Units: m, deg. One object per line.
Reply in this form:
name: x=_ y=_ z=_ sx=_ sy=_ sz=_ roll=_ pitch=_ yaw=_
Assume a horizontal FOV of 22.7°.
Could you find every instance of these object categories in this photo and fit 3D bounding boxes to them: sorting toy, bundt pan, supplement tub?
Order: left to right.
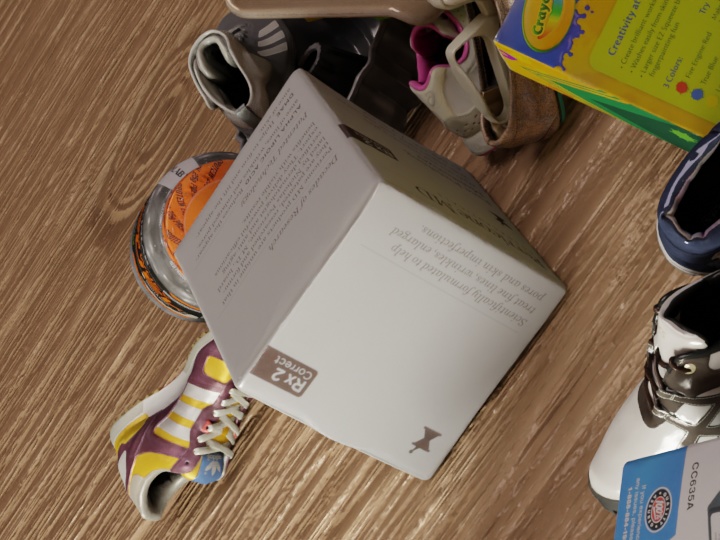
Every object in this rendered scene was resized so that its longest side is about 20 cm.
supplement tub: x=-0.114 y=-0.025 z=1.398 sx=0.200 sy=0.122 sz=0.123 roll=153 pitch=140 yaw=-78
bundt pan: x=-0.013 y=-0.152 z=1.443 sx=0.202 sy=0.075 sz=0.203 roll=-40 pitch=35 yaw=36
sorting toy: x=0.023 y=-0.234 z=1.344 sx=0.199 sy=0.037 sz=0.185 roll=12 pitch=45 yaw=42

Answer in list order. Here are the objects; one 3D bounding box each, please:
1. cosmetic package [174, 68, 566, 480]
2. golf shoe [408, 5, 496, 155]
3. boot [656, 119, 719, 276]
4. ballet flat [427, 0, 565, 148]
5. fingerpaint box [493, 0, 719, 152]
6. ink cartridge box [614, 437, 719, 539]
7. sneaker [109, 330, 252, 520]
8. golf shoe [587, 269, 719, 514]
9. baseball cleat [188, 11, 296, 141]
cosmetic package: x=0.000 y=0.000 z=1.203 sx=0.165 sy=0.164 sz=0.200 roll=-55 pitch=30 yaw=13
golf shoe: x=0.083 y=-0.181 z=1.298 sx=0.075 sy=0.091 sz=0.201 roll=-35 pitch=37 yaw=41
boot: x=0.232 y=-0.078 z=0.927 sx=0.200 sy=0.073 sz=0.090 roll=-50 pitch=-13 yaw=2
ballet flat: x=0.083 y=-0.170 z=1.187 sx=0.067 sy=0.201 sz=0.068 roll=-24 pitch=21 yaw=-14
fingerpaint box: x=0.197 y=-0.179 z=1.034 sx=0.201 sy=0.166 sz=0.073 roll=-64 pitch=-15 yaw=-1
ink cartridge box: x=0.210 y=0.148 z=0.819 sx=0.200 sy=0.086 sz=0.147 roll=-26 pitch=45 yaw=50
sneaker: x=-0.115 y=0.116 z=1.405 sx=0.200 sy=0.075 sz=0.090 roll=-44 pitch=52 yaw=29
golf shoe: x=0.174 y=0.050 z=0.950 sx=0.200 sy=0.094 sz=0.078 roll=-48 pitch=33 yaw=27
baseball cleat: x=-0.093 y=-0.169 z=1.400 sx=0.070 sy=0.106 sz=0.200 roll=-41 pitch=38 yaw=10
